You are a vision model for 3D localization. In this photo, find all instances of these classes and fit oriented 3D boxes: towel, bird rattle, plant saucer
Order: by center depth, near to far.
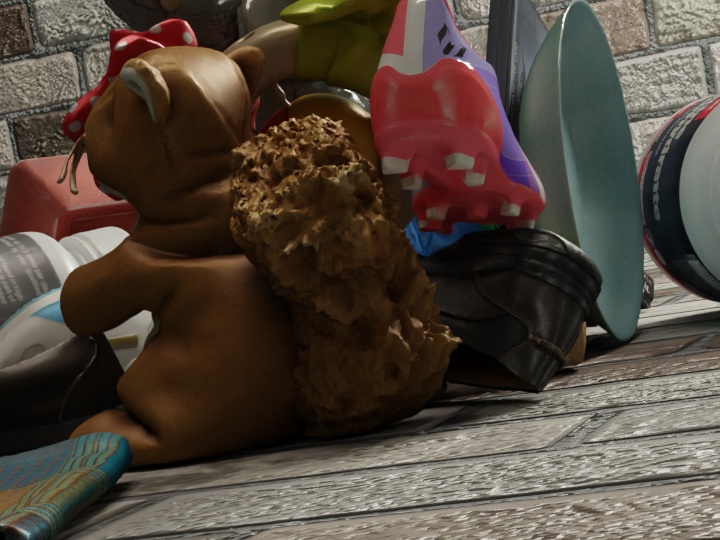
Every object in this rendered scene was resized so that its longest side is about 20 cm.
[{"bbox_3d":[-0.171,0.092,0.684,0.146,0.022,0.200,-10,1,3],"label":"towel"},{"bbox_3d":[-0.039,-0.074,0.924,0.200,0.163,0.113,-31,14,4],"label":"bird rattle"},{"bbox_3d":[0.126,-0.056,1.066,0.039,0.201,0.201,-7,2,20],"label":"plant saucer"},{"bbox_3d":[-0.157,0.011,1.245,0.200,0.200,0.037,-11,36,-40],"label":"plant saucer"}]

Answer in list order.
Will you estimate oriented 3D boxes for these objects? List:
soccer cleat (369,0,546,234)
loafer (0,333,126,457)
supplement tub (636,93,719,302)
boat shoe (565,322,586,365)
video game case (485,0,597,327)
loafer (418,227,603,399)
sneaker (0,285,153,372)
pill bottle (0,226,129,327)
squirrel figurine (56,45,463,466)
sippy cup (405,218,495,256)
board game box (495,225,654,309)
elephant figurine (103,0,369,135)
[{"bbox_3d":[0.047,-0.063,0.837,0.067,0.077,0.200,0,-9,14],"label":"soccer cleat"},{"bbox_3d":[-0.217,0.068,0.952,0.200,0.071,0.073,-9,1,-11],"label":"loafer"},{"bbox_3d":[0.254,-0.047,1.118,0.140,0.141,0.200,-9,1,-4],"label":"supplement tub"},{"bbox_3d":[0.068,0.019,1.025,0.069,0.074,0.200,-4,1,-10],"label":"boat shoe"},{"bbox_3d":[0.116,-0.069,1.126,0.019,0.143,0.200,-5,-27,22],"label":"video game case"},{"bbox_3d":[0.024,0.030,0.900,0.073,0.072,0.200,38,-32,-30],"label":"loafer"},{"bbox_3d":[-0.126,0.048,1.018,0.200,0.077,0.081,-24,40,-4],"label":"sneaker"},{"bbox_3d":[-0.228,0.040,1.097,0.200,0.113,0.113,-16,4,-30],"label":"pill bottle"},{"bbox_3d":[-0.048,-0.016,0.835,0.200,0.187,0.141,-8,1,40],"label":"squirrel figurine"},{"bbox_3d":[0.000,0.000,1.165,0.130,0.140,0.178,-14,-45,38],"label":"sippy cup"},{"bbox_3d":[0.104,-0.019,1.272,0.135,0.028,0.200,-8,-31,31],"label":"board game box"},{"bbox_3d":[-0.063,-0.125,1.037,0.141,0.200,0.155,-12,-4,23],"label":"elephant figurine"}]
